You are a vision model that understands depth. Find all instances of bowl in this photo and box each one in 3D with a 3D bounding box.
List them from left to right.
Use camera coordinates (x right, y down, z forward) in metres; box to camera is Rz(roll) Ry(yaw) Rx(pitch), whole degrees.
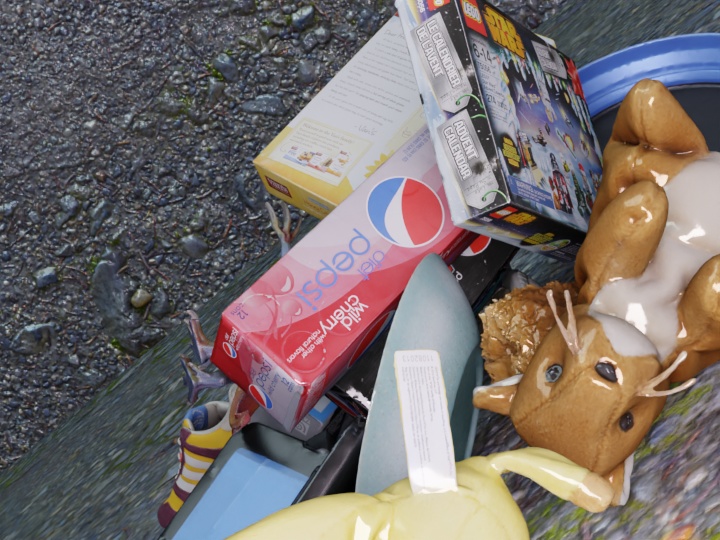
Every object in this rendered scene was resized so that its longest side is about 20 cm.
[{"bbox_3d":[0.213,-0.097,1.040,0.198,0.040,0.202,-15,34,10],"label":"bowl"}]

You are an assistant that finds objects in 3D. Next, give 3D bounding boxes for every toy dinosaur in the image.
[{"bbox_3d":[-0.039,0.050,1.066,0.180,0.201,0.106,-12,-46,-20],"label":"toy dinosaur"}]

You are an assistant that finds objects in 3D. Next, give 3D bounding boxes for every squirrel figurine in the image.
[{"bbox_3d":[0.140,0.034,0.783,0.187,0.141,0.200,-56,-1,-24],"label":"squirrel figurine"}]

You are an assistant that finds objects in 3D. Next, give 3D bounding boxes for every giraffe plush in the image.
[{"bbox_3d":[0.010,0.156,0.606,0.163,0.170,0.202,104,178,-62],"label":"giraffe plush"}]

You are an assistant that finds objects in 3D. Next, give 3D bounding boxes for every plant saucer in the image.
[{"bbox_3d":[0.041,0.092,0.863,0.201,0.038,0.204,11,-90,-77],"label":"plant saucer"}]

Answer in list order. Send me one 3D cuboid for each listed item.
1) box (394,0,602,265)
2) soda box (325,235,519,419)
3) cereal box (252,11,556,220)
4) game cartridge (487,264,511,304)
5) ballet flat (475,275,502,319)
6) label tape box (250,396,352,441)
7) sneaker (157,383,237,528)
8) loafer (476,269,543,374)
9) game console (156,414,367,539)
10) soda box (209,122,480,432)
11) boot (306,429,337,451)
[{"bbox_3d":[0.096,-0.083,0.894,0.040,0.138,0.199,-21,-16,25],"label":"box"},{"bbox_3d":[0.047,0.009,0.995,0.201,0.071,0.063,-52,-6,-13],"label":"soda box"},{"bbox_3d":[0.036,-0.113,1.098,0.143,0.040,0.200,28,67,38],"label":"cereal box"},{"bbox_3d":[0.043,-0.039,1.197,0.128,0.201,0.039,-18,38,6],"label":"game cartridge"},{"bbox_3d":[0.052,0.037,1.116,0.201,0.068,0.063,-60,41,34],"label":"ballet flat"},{"bbox_3d":[-0.039,0.122,1.215,0.143,0.066,0.201,-49,-17,-42],"label":"label tape box"},{"bbox_3d":[-0.141,0.172,1.386,0.200,0.090,0.075,-39,8,34],"label":"sneaker"},{"bbox_3d":[0.112,0.046,0.987,0.070,0.075,0.200,-55,-3,4],"label":"loafer"},{"bbox_3d":[-0.085,0.166,0.864,0.201,0.116,0.176,-55,-15,-20],"label":"game console"},{"bbox_3d":[0.000,0.000,0.903,0.200,0.070,0.064,-45,-11,-30],"label":"soda box"},{"bbox_3d":[-0.077,0.198,1.020,0.164,0.066,0.200,-28,16,8],"label":"boot"}]
